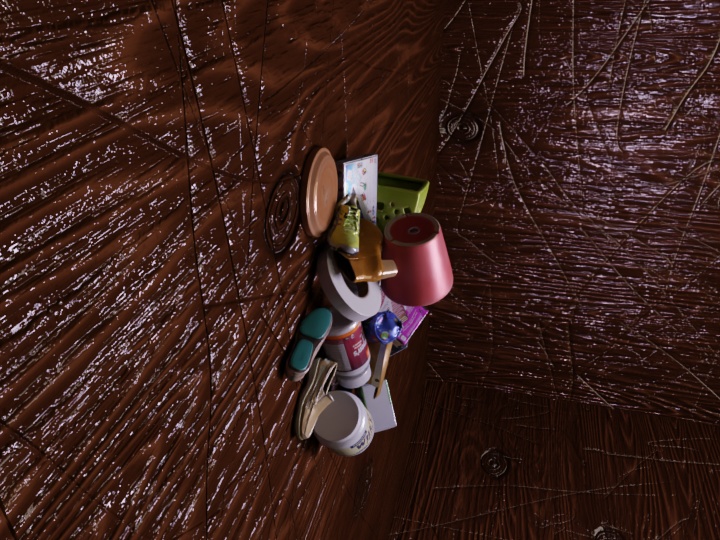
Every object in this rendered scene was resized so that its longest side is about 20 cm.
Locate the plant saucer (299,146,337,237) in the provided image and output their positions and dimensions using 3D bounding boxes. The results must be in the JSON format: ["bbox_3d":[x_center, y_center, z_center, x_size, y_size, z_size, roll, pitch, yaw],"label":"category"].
[{"bbox_3d":[-0.087,-0.173,1.298,0.200,0.032,0.201,6,90,-77],"label":"plant saucer"}]

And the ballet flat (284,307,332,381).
[{"bbox_3d":[-0.120,0.165,1.287,0.200,0.068,0.067,-60,174,-47],"label":"ballet flat"}]

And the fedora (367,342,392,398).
[{"bbox_3d":[0.035,0.252,1.601,0.201,0.082,0.201,14,90,-85],"label":"fedora"}]

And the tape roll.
[{"bbox_3d":[-0.026,0.025,1.405,0.203,0.037,0.203,37,37,-34],"label":"tape roll"}]

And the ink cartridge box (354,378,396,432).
[{"bbox_3d":[0.037,0.392,1.777,0.200,0.084,0.147,-177,-106,-82],"label":"ink cartridge box"}]

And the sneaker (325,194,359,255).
[{"bbox_3d":[-0.036,-0.110,1.357,0.200,0.075,0.077,-103,-147,-52],"label":"sneaker"}]

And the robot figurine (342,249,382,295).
[{"bbox_3d":[0.000,0.000,1.567,0.170,0.113,0.201,-145,-123,-63],"label":"robot figurine"}]

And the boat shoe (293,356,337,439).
[{"bbox_3d":[-0.100,0.303,1.376,0.072,0.076,0.201,71,29,-62],"label":"boat shoe"}]

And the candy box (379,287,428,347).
[{"bbox_3d":[0.081,0.108,1.692,0.136,0.200,0.061,-51,-176,-24],"label":"candy box"}]

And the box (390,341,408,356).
[{"bbox_3d":[0.078,0.152,1.822,0.197,0.124,0.201,133,-30,-66],"label":"box"}]

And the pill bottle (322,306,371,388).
[{"bbox_3d":[-0.036,0.194,1.461,0.110,0.109,0.200,-67,149,-50],"label":"pill bottle"}]

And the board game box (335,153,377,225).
[{"bbox_3d":[-0.010,-0.191,1.495,0.126,0.035,0.201,-23,124,-42],"label":"board game box"}]

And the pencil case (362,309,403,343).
[{"bbox_3d":[0.032,0.143,1.508,0.200,0.078,0.087,-9,-117,66],"label":"pencil case"}]

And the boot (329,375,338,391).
[{"bbox_3d":[-0.057,0.276,1.625,0.200,0.072,0.167,83,31,-50],"label":"boot"}]

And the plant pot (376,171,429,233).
[{"bbox_3d":[0.076,-0.170,1.656,0.200,0.198,0.182,-50,150,-68],"label":"plant pot"}]

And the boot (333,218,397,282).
[{"bbox_3d":[-0.008,-0.054,1.403,0.144,0.201,0.071,-2,138,-38],"label":"boot"}]

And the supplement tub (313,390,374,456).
[{"bbox_3d":[-0.047,0.394,1.501,0.200,0.144,0.145,69,30,-64],"label":"supplement tub"}]

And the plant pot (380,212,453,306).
[{"bbox_3d":[0.139,-0.037,1.492,0.201,0.200,0.178,-69,158,-46],"label":"plant pot"}]
